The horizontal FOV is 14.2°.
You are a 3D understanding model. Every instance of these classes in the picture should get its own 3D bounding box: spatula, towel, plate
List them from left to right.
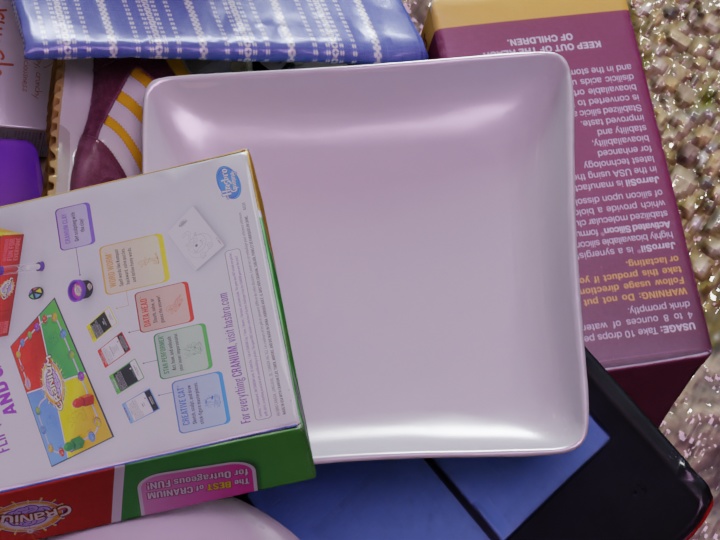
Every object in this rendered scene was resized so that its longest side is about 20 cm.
[{"bbox_3d":[-0.192,-0.094,1.400,0.056,0.021,0.201,-5,69,-26],"label":"spatula"},{"bbox_3d":[-0.077,-0.137,1.406,0.199,0.024,0.145,0,35,-18],"label":"towel"},{"bbox_3d":[0.000,0.000,1.291,0.199,0.032,0.201,-4,62,6],"label":"plate"}]

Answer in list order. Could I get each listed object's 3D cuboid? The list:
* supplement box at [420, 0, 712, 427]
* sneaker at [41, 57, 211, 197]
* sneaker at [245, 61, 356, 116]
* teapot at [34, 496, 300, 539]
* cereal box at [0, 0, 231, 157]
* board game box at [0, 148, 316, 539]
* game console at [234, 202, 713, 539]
[{"bbox_3d":[0.088,-0.021,1.409,0.102,0.131,0.201,-7,67,-13],"label":"supplement box"},{"bbox_3d":[-0.103,-0.044,1.360,0.089,0.075,0.201,5,58,-9],"label":"sneaker"},{"bbox_3d":[-0.018,-0.076,1.411,0.079,0.130,0.200,15,64,-6],"label":"sneaker"},{"bbox_3d":[-0.091,0.198,1.226,0.199,0.198,0.146,-12,22,15],"label":"teapot"},{"bbox_3d":[-0.163,-0.129,1.454,0.199,0.040,0.145,3,67,-10],"label":"cereal box"},{"bbox_3d":[-0.129,0.038,1.233,0.199,0.040,0.154,-12,53,0],"label":"board game box"},{"bbox_3d":[0.036,0.094,1.296,0.177,0.031,0.200,-46,64,11],"label":"game console"}]
